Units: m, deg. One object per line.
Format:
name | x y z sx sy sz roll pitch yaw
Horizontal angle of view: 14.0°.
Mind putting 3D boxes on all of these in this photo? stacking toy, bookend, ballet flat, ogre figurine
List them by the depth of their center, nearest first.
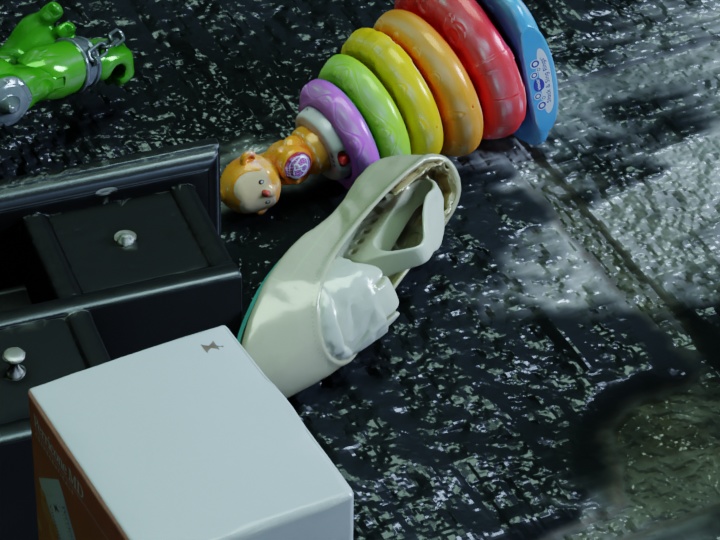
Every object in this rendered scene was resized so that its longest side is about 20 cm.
bookend | -0.138 0.043 1.492 0.199 0.092 0.200 -12 42 -16
ballet flat | 0.000 0.000 1.562 0.069 0.070 0.200 16 42 17
stacking toy | 0.004 -0.089 1.667 0.200 0.116 0.110 -32 46 -19
ogre figurine | -0.243 -0.118 1.692 0.200 0.098 0.120 25 24 4

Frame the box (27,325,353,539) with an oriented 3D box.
box | -0.073 0.147 1.282 0.097 0.200 0.124 -18 42 -22
